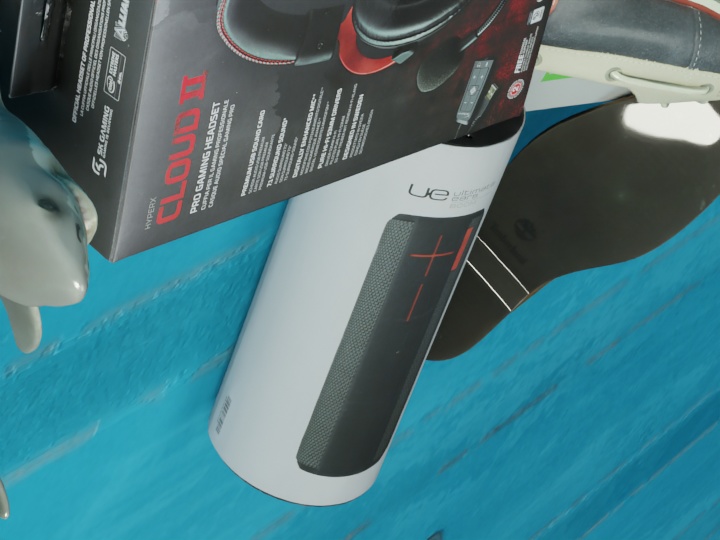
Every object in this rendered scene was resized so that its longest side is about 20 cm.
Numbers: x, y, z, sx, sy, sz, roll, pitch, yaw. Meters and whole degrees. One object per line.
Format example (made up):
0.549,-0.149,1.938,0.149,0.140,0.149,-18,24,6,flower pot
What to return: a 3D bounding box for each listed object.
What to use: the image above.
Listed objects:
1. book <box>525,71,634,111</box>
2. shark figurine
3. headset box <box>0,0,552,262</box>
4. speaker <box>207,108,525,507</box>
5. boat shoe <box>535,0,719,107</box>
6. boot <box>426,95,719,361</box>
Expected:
0.138,-0.134,1.165,0.200,0.048,0.134,-11,141,-38,book
-0.147,-0.001,0.768,0.089,0.128,0.215,-14,160,-27,shark figurine
-0.027,-0.100,0.793,0.200,0.075,0.149,-21,138,-39,headset box
0.000,0.000,1.092,0.081,0.081,0.200,-32,151,-50,speaker
0.111,-0.094,0.983,0.199,0.071,0.063,12,128,-28,boat shoe
0.098,-0.033,1.237,0.200,0.074,0.075,-33,-175,28,boot
